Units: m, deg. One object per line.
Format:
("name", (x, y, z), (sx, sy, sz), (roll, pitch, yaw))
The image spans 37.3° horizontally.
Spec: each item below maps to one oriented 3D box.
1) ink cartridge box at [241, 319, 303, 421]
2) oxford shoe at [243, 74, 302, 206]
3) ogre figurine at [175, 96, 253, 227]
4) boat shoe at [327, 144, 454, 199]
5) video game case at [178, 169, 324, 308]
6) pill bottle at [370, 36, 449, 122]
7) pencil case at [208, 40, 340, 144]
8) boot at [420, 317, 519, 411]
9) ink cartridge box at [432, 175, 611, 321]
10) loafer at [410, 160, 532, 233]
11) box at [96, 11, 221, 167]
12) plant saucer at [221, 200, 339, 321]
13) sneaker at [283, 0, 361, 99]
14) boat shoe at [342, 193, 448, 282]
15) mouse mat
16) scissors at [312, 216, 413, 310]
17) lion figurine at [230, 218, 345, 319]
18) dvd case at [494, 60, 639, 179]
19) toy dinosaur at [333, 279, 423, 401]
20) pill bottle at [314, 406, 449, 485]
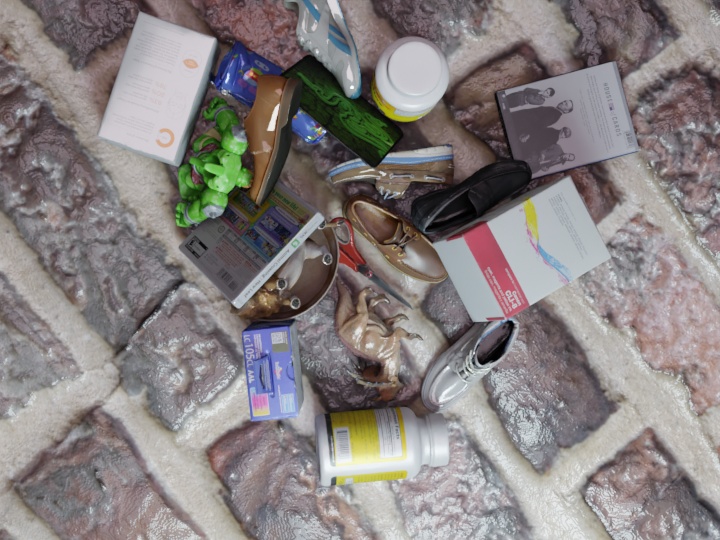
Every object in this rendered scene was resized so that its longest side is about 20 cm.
("ink cartridge box", (-0.130, 0.147, 1.596), (0.076, 0.200, 0.137), (-6, 91, -2))
("oxford shoe", (-0.140, -0.192, 1.561), (0.071, 0.071, 0.200), (17, 113, 7))
("ogre figurine", (-0.224, -0.155, 1.620), (0.098, 0.120, 0.200), (39, 83, -35))
("boat shoe", (0.051, -0.148, 1.662), (0.200, 0.072, 0.072), (-9, 93, -2))
("video game case", (-0.167, -0.055, 1.600), (0.182, 0.200, 0.022), (-47, 131, -4))
("pill bottle", (0.073, -0.286, 1.596), (0.109, 0.200, 0.109), (0, 91, -2))
("pencil case", (-0.130, -0.267, 1.630), (0.200, 0.078, 0.087), (30, 70, -15))
("boot", (0.169, 0.141, 1.660), (0.074, 0.096, 0.200), (38, 89, -2))
("ink cartridge box", (0.244, -0.031, 1.617), (0.200, 0.145, 0.145), (-29, 93, -14))
("loafer", (0.177, -0.110, 1.654), (0.200, 0.070, 0.068), (-23, 130, 1))
("box", (-0.306, -0.273, 1.633), (0.124, 0.097, 0.200), (19, 90, -3))
("plant saucer", (-0.128, -0.017, 1.654), (0.200, 0.034, 0.200), (-2, 78, 9))
("sneaker", (-0.054, -0.354, 1.655), (0.081, 0.077, 0.200), (-22, 83, -4))
("boat shoe", (0.056, -0.047, 1.666), (0.200, 0.068, 0.072), (37, 89, -3))
("mouse mat", (-0.030, -0.246, 1.626), (0.200, 0.161, 0.008), (41, 123, -3))
("scissors", (0.000, 0.000, 1.686), (0.073, 0.014, 0.200), (-34, 101, 23))
("lion figurine", (-0.110, -0.004, 1.594), (0.200, 0.122, 0.072), (-49, 113, -19))
("dvd case", (0.328, -0.236, 1.696), (0.200, 0.025, 0.150), (-15, 91, -2))
("toy dinosaur", (0.008, 0.108, 1.663), (0.200, 0.086, 0.136), (44, 96, 3))
("pill bottle", (0.032, 0.269, 1.648), (0.200, 0.111, 0.111), (-4, 91, -5))
